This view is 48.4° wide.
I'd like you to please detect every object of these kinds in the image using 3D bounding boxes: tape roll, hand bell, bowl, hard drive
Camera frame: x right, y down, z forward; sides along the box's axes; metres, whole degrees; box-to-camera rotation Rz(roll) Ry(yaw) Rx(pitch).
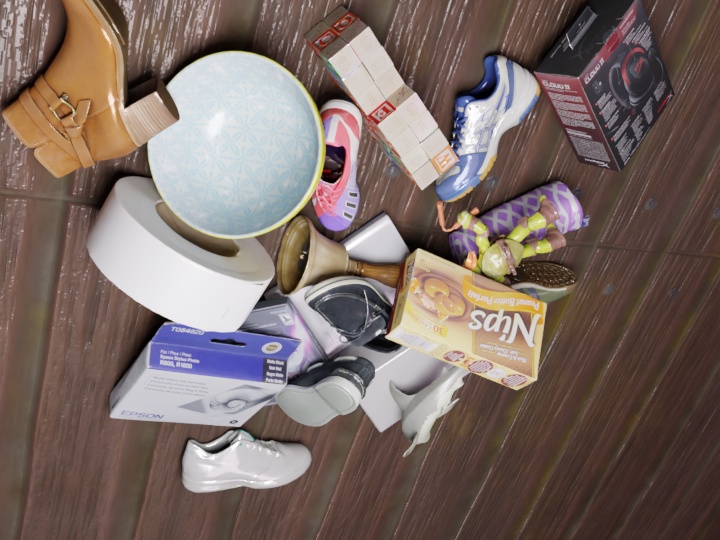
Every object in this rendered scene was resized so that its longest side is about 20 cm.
[{"bbox_3d":[-0.197,-0.020,0.894,0.202,0.203,0.071,24,108,-37],"label":"tape roll"},{"bbox_3d":[0.000,0.000,1.060,0.199,0.104,0.104,13,115,-27],"label":"hand bell"},{"bbox_3d":[-0.124,-0.135,0.899,0.200,0.200,0.108,-51,171,12],"label":"bowl"},{"bbox_3d":[-0.016,0.028,1.115,0.200,0.025,0.132,-34,114,-2],"label":"hard drive"}]

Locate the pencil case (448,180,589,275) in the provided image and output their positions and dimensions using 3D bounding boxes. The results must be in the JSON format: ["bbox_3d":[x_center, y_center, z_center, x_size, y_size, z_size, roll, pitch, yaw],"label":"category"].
[{"bbox_3d":[0.227,-0.058,1.171,0.200,0.084,0.086,-24,150,-9],"label":"pencil case"}]

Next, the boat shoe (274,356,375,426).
[{"bbox_3d":[-0.047,0.161,1.074,0.076,0.200,0.060,52,55,-14],"label":"boat shoe"}]

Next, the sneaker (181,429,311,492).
[{"bbox_3d":[-0.166,0.275,1.203,0.199,0.075,0.089,-4,111,-24],"label":"sneaker"}]

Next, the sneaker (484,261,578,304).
[{"bbox_3d":[0.242,0.042,1.259,0.200,0.067,0.090,-4,131,-25],"label":"sneaker"}]

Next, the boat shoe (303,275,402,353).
[{"bbox_3d":[0.000,0.060,1.036,0.074,0.062,0.200,-30,148,18],"label":"boat shoe"}]

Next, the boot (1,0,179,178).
[{"bbox_3d":[-0.298,-0.197,0.810,0.154,0.074,0.200,-24,116,7],"label":"boot"}]

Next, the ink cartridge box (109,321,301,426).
[{"bbox_3d":[-0.204,0.145,1.058,0.199,0.041,0.200,11,140,-32],"label":"ink cartridge box"}]

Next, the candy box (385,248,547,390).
[{"bbox_3d":[0.140,0.065,1.044,0.200,0.116,0.055,23,150,-14],"label":"candy box"}]

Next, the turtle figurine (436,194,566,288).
[{"bbox_3d":[0.193,-0.035,1.082,0.161,0.064,0.200,-30,116,-4],"label":"turtle figurine"}]

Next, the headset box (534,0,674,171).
[{"bbox_3d":[0.324,-0.255,1.061,0.149,0.075,0.200,-53,132,-12],"label":"headset box"}]

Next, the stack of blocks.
[{"bbox_3d":[0.026,-0.201,0.943,0.059,0.115,0.200,-39,130,2],"label":"stack of blocks"}]

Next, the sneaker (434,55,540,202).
[{"bbox_3d":[0.144,-0.188,1.050,0.088,0.075,0.200,30,96,-30],"label":"sneaker"}]

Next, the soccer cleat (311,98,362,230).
[{"bbox_3d":[-0.035,-0.110,0.973,0.068,0.073,0.200,12,140,5],"label":"soccer cleat"}]

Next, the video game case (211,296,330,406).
[{"bbox_3d":[-0.121,0.117,1.103,0.142,0.019,0.200,-12,132,19],"label":"video game case"}]

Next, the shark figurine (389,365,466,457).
[{"bbox_3d":[0.088,0.164,1.096,0.128,0.089,0.215,-25,150,-55],"label":"shark figurine"}]

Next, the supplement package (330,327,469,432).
[{"bbox_3d":[0.066,0.114,1.175,0.200,0.120,0.121,-33,131,-3],"label":"supplement package"}]
